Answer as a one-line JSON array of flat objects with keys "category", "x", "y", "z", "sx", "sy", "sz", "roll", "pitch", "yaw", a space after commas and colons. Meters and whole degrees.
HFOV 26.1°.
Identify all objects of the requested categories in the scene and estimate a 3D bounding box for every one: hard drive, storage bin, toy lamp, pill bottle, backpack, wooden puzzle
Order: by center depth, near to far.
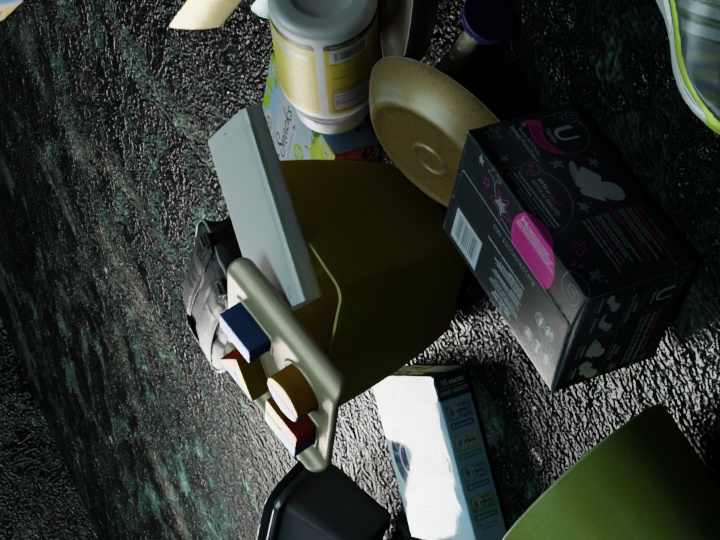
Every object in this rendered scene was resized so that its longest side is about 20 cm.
[{"category": "toy lamp", "x": 0.086, "y": -0.194, "z": 1.490, "sx": 0.058, "sy": 0.058, "sz": 0.200, "roll": 69, "pitch": 155, "yaw": 12}, {"category": "hard drive", "x": -0.100, "y": -0.055, "z": 1.584, "sx": 0.132, "sy": 0.026, "sz": 0.201, "roll": -27, "pitch": 80, "yaw": 66}, {"category": "wooden puzzle", "x": -0.092, "y": 0.107, "z": 1.608, "sx": 0.185, "sy": 0.046, "sz": 0.200, "roll": 51, "pitch": 154, "yaw": 20}, {"category": "pill bottle", "x": -0.035, "y": -0.232, "z": 1.630, "sx": 0.200, "sy": 0.112, "sz": 0.113, "roll": 86, "pitch": 158, "yaw": -62}, {"category": "storage bin", "x": -0.040, "y": 0.338, "z": 2.030, "sx": 0.134, "sy": 0.146, "sz": 0.200, "roll": 34, "pitch": 142, "yaw": 15}, {"category": "backpack", "x": -0.155, "y": 0.033, "z": 2.043, "sx": 0.178, "sy": 0.150, "sz": 0.200, "roll": 65, "pitch": 148, "yaw": 26}]

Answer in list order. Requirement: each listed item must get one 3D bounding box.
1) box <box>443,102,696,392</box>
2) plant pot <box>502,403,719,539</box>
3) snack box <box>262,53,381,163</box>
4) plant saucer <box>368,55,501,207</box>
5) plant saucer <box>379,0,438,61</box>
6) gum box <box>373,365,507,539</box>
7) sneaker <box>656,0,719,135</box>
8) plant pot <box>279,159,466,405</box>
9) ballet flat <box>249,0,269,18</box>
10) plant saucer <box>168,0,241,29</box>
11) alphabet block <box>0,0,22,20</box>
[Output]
[{"category": "box", "x": 0.174, "y": -0.022, "z": 1.330, "sx": 0.200, "sy": 0.114, "sz": 0.132, "roll": 59, "pitch": 154, "yaw": 33}, {"category": "plant pot", "x": 0.250, "y": 0.247, "z": 1.289, "sx": 0.200, "sy": 0.187, "sz": 0.187, "roll": 48, "pitch": 148, "yaw": 18}, {"category": "snack box", "x": -0.056, "y": -0.135, "z": 1.823, "sx": 0.169, "sy": 0.068, "sz": 0.200, "roll": 60, "pitch": 152, "yaw": 29}, {"category": "plant saucer", "x": 0.076, "y": -0.115, "z": 1.468, "sx": 0.200, "sy": 0.035, "sz": 0.200, "roll": 37, "pitch": 161, "yaw": 15}, {"category": "plant saucer", "x": 0.048, "y": -0.282, "z": 1.478, "sx": 0.200, "sy": 0.032, "sz": 0.201, "roll": -178, "pitch": 90, "yaw": -82}, {"category": "gum box", "x": 0.087, "y": 0.208, "z": 1.752, "sx": 0.170, "sy": 0.044, "sz": 0.201, "roll": -8, "pitch": 98, "yaw": 66}, {"category": "sneaker", "x": 0.259, "y": -0.181, "z": 1.098, "sx": 0.081, "sy": 0.074, "sz": 0.200, "roll": -38, "pitch": 71, "yaw": 61}, {"category": "plant pot", "x": 0.000, "y": 0.000, "z": 1.649, "sx": 0.200, "sy": 0.176, "sz": 0.200, "roll": 57, "pitch": 150, "yaw": 35}, {"category": "ballet flat", "x": -0.053, "y": -0.326, "z": 1.704, "sx": 0.200, "sy": 0.068, "sz": 0.069, "roll": -5, "pitch": 70, "yaw": 55}, {"category": "plant saucer", "x": -0.114, "y": -0.354, "z": 1.715, "sx": 0.048, "sy": 0.200, "sz": 0.200, "roll": 39, "pitch": 158, "yaw": -10}, {"category": "alphabet block", "x": -0.779, "y": -0.575, "z": 2.985, "sx": 0.200, "sy": 0.195, "sz": 0.197, "roll": -4, "pitch": 99, "yaw": 67}]
